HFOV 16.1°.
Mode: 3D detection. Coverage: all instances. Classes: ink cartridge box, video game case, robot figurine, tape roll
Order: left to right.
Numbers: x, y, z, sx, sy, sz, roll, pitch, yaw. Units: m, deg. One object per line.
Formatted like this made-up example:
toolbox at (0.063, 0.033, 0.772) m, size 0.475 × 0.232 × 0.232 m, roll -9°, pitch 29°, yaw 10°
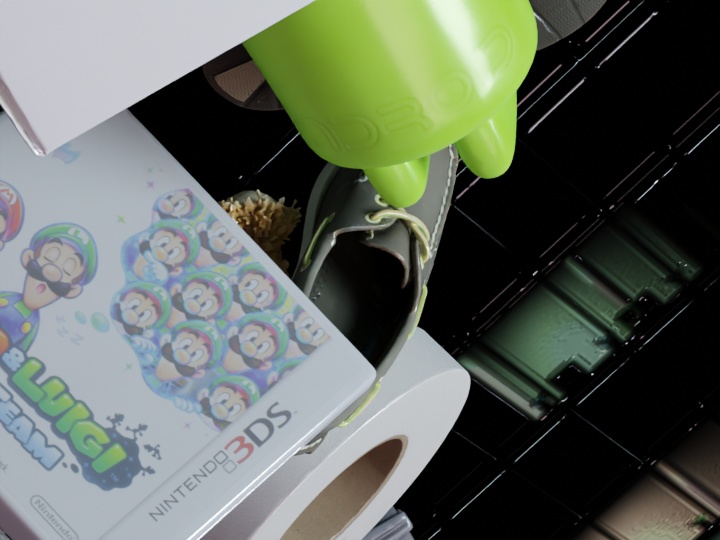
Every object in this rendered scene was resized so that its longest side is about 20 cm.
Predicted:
ink cartridge box at (-0.109, -0.158, 0.964) m, size 0.145 × 0.200 × 0.084 m, roll -31°, pitch 137°, yaw -3°
video game case at (-0.118, 0.025, 1.095) m, size 0.182 × 0.200 × 0.024 m, roll -40°, pitch 174°, yaw -36°
tape roll at (-0.025, 0.113, 1.304) m, size 0.203 × 0.037 × 0.203 m, roll -43°, pitch 165°, yaw -15°
robot figurine at (0.000, -0.125, 1.073) m, size 0.175 × 0.116 × 0.200 m, roll -18°, pitch 125°, yaw 21°

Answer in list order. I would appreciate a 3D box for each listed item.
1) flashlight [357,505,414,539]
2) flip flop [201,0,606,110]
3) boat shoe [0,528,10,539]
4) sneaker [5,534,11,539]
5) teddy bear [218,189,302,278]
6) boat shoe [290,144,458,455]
flashlight at (-0.055, 0.197, 1.425) m, size 0.200 × 0.068 × 0.068 m, roll -32°, pitch 167°, yaw -4°
flip flop at (0.020, -0.130, 1.181) m, size 0.200 × 0.058 × 0.081 m, roll -18°, pitch 128°, yaw 6°
boat shoe at (-0.161, 0.097, 1.214) m, size 0.199 × 0.068 × 0.074 m, roll 25°, pitch 81°, yaw -58°
sneaker at (-0.167, 0.148, 1.315) m, size 0.086 × 0.080 × 0.200 m, roll -40°, pitch 148°, yaw -5°
teddy bear at (-0.075, 0.043, 1.268) m, size 0.145 × 0.067 × 0.200 m, roll -3°, pitch 129°, yaw -27°
boat shoe at (0.002, 0.002, 1.208) m, size 0.072 × 0.060 × 0.202 m, roll 41°, pitch 59°, yaw -21°
